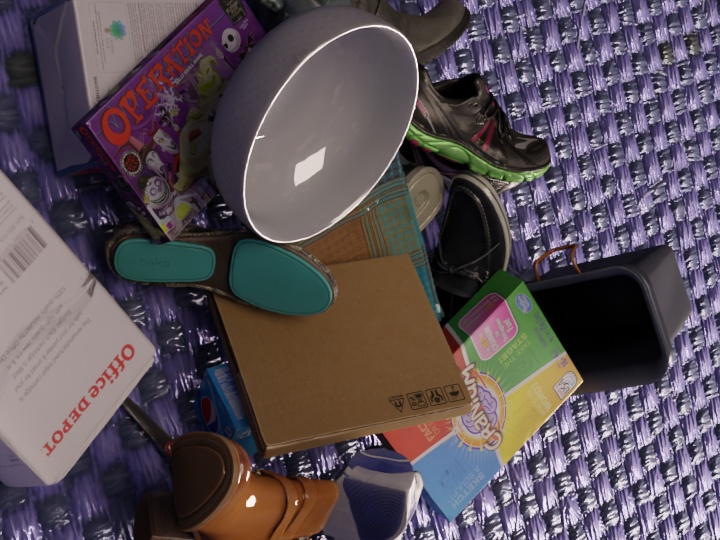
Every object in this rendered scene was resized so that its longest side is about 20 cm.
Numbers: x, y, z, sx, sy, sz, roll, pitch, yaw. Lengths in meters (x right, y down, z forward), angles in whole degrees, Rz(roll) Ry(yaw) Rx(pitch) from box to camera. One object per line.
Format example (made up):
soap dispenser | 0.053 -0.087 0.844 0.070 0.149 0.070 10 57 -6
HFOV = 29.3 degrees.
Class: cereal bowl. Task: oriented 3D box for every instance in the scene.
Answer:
cereal bowl | -0.047 -0.128 1.117 0.199 0.083 0.202 -35 148 -26

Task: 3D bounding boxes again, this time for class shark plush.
shark plush | -0.073 -0.217 1.223 0.083 0.091 0.201 44 23 -15

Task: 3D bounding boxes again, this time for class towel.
towel | 0.000 0.000 1.278 0.146 0.022 0.202 -31 125 -22

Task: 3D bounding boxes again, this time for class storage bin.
storage bin | 0.244 0.036 1.452 0.134 0.198 0.147 -33 105 -51

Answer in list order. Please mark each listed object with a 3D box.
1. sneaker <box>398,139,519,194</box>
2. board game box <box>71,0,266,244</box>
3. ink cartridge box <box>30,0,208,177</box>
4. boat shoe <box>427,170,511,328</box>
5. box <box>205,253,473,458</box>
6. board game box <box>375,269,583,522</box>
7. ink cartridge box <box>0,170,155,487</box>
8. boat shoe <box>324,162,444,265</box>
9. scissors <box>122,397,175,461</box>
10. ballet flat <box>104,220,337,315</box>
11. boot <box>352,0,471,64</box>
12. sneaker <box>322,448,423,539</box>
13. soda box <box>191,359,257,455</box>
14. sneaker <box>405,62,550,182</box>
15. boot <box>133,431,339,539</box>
sneaker | 0.113 -0.122 1.417 0.198 0.086 0.082 3 82 -41
board game box | -0.136 -0.132 1.139 0.121 0.032 0.201 52 55 -21
ink cartridge box | -0.169 -0.159 1.178 0.198 0.076 0.139 -10 92 -41
boat shoe | 0.103 -0.003 1.360 0.062 0.074 0.202 -31 136 -38
box | -0.018 0.067 1.191 0.197 0.021 0.165 -9 59 -25
board game box | 0.112 0.123 1.345 0.200 0.040 0.154 -45 125 -11
ink cartridge box | -0.275 0.046 1.049 0.201 0.082 0.147 52 54 -22
boat shoe | -0.006 -0.032 1.320 0.200 0.067 0.072 -43 132 -22
scissors | -0.154 0.157 1.189 0.073 0.014 0.202 -38 108 -36
ballet flat | -0.116 -0.013 1.168 0.197 0.076 0.069 10 114 -8
boot | 0.025 -0.257 1.378 0.131 0.067 0.200 55 51 -14
sneaker | 0.012 0.205 1.250 0.079 0.201 0.116 15 49 7
soda box | -0.044 0.100 1.218 0.198 0.068 0.065 -17 64 -29
sneaker | 0.112 -0.141 1.314 0.198 0.077 0.085 17 103 -35
boot | -0.084 0.181 1.111 0.153 0.200 0.075 5 65 -26
